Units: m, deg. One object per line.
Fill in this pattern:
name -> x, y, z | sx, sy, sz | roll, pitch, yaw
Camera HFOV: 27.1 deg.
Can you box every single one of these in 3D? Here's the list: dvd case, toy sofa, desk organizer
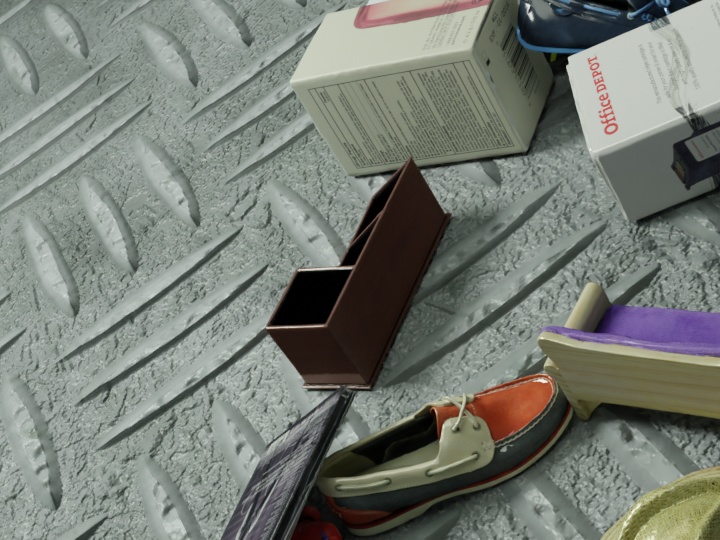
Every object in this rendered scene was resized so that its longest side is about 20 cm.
dvd case -> -0.075, 0.190, 1.111 | 0.149, 0.016, 0.200 | -42, 17, 53
toy sofa -> 0.227, 0.054, 1.026 | 0.200, 0.098, 0.083 | 4, 51, 42
desk organizer -> 0.000, 0.000, 1.280 | 0.072, 0.077, 0.200 | -3, 46, 35

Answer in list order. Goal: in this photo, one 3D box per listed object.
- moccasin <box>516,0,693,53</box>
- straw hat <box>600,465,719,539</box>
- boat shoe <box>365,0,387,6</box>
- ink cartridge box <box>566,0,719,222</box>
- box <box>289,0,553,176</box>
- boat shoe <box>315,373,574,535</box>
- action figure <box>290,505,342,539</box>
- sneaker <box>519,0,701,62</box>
moccasin -> 0.237, -0.224, 1.305 | 0.199, 0.068, 0.081 | 0, 20, 3
straw hat -> 0.204, 0.174, 0.915 | 0.201, 0.085, 0.201 | -21, 37, 17
boat shoe -> 0.068, -0.233, 1.516 | 0.200, 0.072, 0.062 | 20, 86, 52
ink cartridge box -> 0.282, -0.144, 1.220 | 0.199, 0.084, 0.145 | -22, 38, 15
box -> 0.059, -0.178, 1.395 | 0.199, 0.128, 0.109 | -5, 45, 33
boat shoe -> 0.062, 0.126, 1.102 | 0.200, 0.063, 0.071 | -28, 34, 7
action figure -> -0.040, 0.240, 1.063 | 0.065, 0.052, 0.200 | -17, 34, 13
sneaker -> 0.223, -0.247, 1.395 | 0.199, 0.076, 0.076 | -4, 33, 26
